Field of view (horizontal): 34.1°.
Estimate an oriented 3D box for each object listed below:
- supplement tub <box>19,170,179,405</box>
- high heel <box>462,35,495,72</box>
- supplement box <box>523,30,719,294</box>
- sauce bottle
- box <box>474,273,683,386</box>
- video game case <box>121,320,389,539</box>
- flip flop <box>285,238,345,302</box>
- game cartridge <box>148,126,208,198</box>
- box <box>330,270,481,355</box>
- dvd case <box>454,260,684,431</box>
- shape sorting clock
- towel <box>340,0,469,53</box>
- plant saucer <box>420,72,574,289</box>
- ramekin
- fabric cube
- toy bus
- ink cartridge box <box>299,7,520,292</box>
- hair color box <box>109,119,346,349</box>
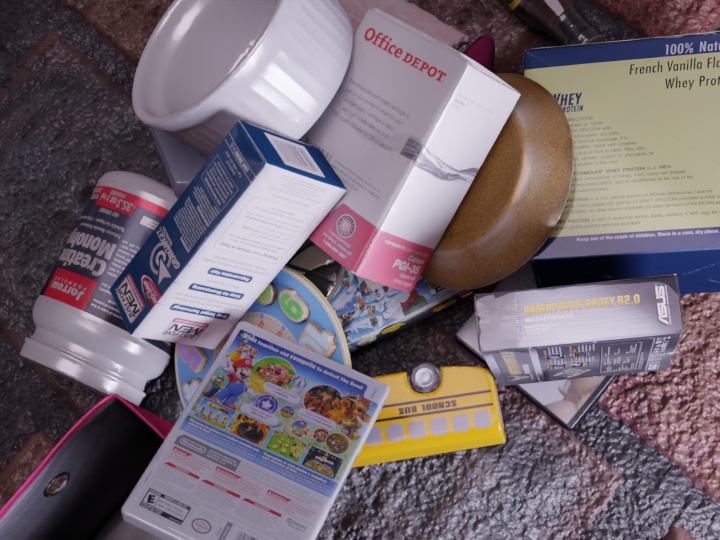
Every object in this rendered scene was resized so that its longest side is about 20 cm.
[{"bbox_3d":[-0.229,0.018,1.139,0.140,0.140,0.200,21,77,17],"label":"supplement tub"},{"bbox_3d":[0.121,-0.130,1.156,0.096,0.067,0.201,19,91,24],"label":"high heel"},{"bbox_3d":[0.252,-0.090,1.059,0.199,0.134,0.200,-4,72,11],"label":"supplement box"},{"bbox_3d":[0.174,-0.295,1.198,0.066,0.066,0.200,-37,68,-2],"label":"sauce bottle"},{"bbox_3d":[0.185,0.055,0.994,0.158,0.200,0.048,-6,75,10],"label":"box"},{"bbox_3d":[-0.080,0.144,0.945,0.143,0.018,0.200,23,54,10],"label":"video game case"},{"bbox_3d":[-0.077,0.051,1.104,0.081,0.058,0.200,38,112,22],"label":"flip flop"},{"bbox_3d":[-0.097,-0.132,1.132,0.199,0.041,0.134,-15,56,-17],"label":"game cartridge"},{"bbox_3d":[0.000,0.000,1.130,0.200,0.040,0.137,-27,70,16],"label":"box"},{"bbox_3d":[0.206,0.032,1.112,0.143,0.018,0.200,38,83,20],"label":"dvd case"},{"bbox_3d":[-0.093,0.090,1.062,0.200,0.039,0.201,4,98,30],"label":"shape sorting clock"},{"bbox_3d":[-0.018,-0.242,1.189,0.200,0.032,0.191,34,46,18],"label":"towel"},{"bbox_3d":[0.093,-0.085,1.034,0.200,0.035,0.201,-15,66,39],"label":"plant saucer"},{"bbox_3d":[-0.100,-0.188,1.035,0.200,0.098,0.201,-28,43,30],"label":"ramekin"},{"bbox_3d":[-0.180,0.254,1.023,0.200,0.199,0.196,39,84,19],"label":"fabric cube"},{"bbox_3d":[0.029,0.135,1.091,0.199,0.065,0.079,-10,72,7],"label":"toy bus"},{"bbox_3d":[0.026,-0.105,1.018,0.146,0.083,0.200,39,104,43],"label":"ink cartridge box"},{"bbox_3d":[-0.115,-0.025,0.997,0.200,0.100,0.061,-49,53,21],"label":"hair color box"}]
